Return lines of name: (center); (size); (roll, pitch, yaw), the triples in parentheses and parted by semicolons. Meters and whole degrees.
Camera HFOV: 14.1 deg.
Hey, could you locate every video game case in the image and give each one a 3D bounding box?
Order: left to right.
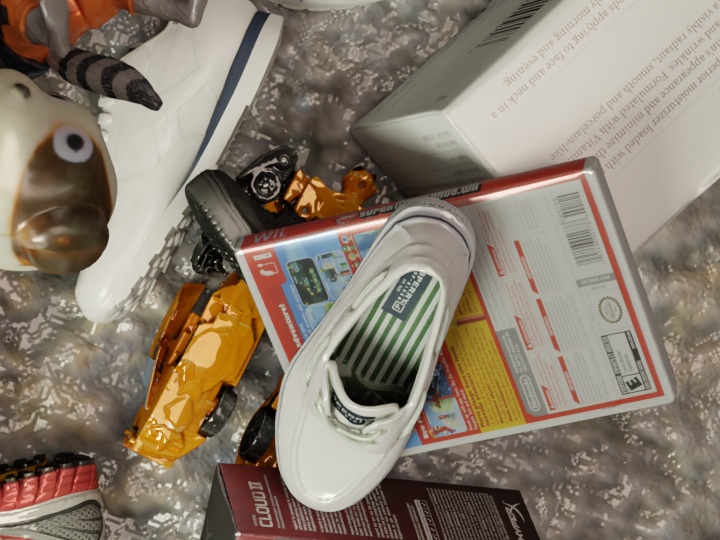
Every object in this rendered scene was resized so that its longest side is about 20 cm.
video game case: (0.050, 0.025, 1.511); (0.199, 0.017, 0.144); (-13, 117, 19)

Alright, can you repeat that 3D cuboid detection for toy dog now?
toy dog: (-0.217, -0.025, 1.429); (0.199, 0.140, 0.194); (-22, 120, 10)

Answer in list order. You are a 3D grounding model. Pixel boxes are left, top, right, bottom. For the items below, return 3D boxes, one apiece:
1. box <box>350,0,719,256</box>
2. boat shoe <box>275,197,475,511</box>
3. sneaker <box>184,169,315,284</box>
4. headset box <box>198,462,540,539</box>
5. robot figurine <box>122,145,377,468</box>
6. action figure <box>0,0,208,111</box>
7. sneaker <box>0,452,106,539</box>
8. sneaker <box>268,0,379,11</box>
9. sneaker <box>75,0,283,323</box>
box: (0.126, -0.098, 1.598); (0.199, 0.200, 0.131); (-43, 100, -11)
boat shoe: (-0.001, 0.054, 1.489); (0.073, 0.067, 0.201); (20, 123, 1)
sneaker: (0.001, 0.000, 1.577); (0.104, 0.060, 0.200); (-41, 105, -8)
headset box: (-0.014, 0.192, 1.602); (0.199, 0.075, 0.149); (7, 116, -16)
robot figurine: (-0.046, 0.031, 1.625); (0.145, 0.058, 0.201); (30, 84, -15)
action figure: (-0.198, -0.116, 1.515); (0.200, 0.193, 0.105); (-35, 112, -42)
sneaker: (-0.229, 0.163, 1.566); (0.199, 0.078, 0.083); (-16, 97, -15)
sneaker: (-0.056, -0.196, 1.603); (0.199, 0.087, 0.075); (17, 85, -17)
sneaker: (-0.116, -0.067, 1.604); (0.080, 0.076, 0.201); (27, 80, -3)
